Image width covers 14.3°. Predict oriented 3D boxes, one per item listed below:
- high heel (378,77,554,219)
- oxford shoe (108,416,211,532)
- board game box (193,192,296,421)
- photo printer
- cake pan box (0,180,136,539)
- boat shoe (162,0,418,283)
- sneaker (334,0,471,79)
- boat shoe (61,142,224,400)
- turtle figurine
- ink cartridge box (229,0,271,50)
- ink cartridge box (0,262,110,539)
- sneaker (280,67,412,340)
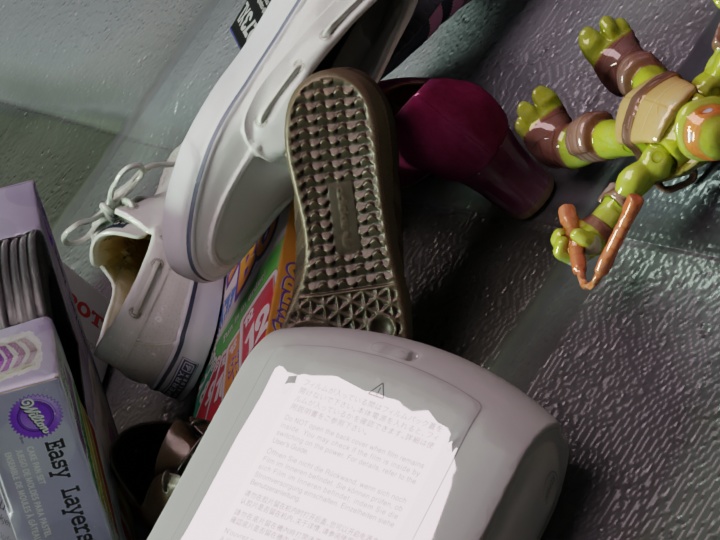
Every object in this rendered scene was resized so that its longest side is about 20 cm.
[{"bbox_3d":[0.020,-0.084,1.500,0.067,0.096,0.200,-49,30,0],"label":"high heel"},{"bbox_3d":[-0.063,0.115,1.401,0.199,0.084,0.073,6,56,51],"label":"oxford shoe"},{"bbox_3d":[-0.050,0.005,1.535,0.096,0.030,0.201,-51,19,45],"label":"board game box"},{"bbox_3d":[-0.009,0.123,1.286,0.166,0.070,0.201,17,68,28],"label":"photo printer"},{"bbox_3d":[-0.159,0.078,1.462,0.052,0.201,0.185,-16,33,-2],"label":"cake pan box"},{"bbox_3d":[-0.035,-0.080,1.485,0.065,0.073,0.201,25,90,35],"label":"boat shoe"},{"bbox_3d":[0.028,-0.149,1.577,0.200,0.082,0.070,-42,71,-8],"label":"sneaker"},{"bbox_3d":[-0.123,-0.015,1.603,0.075,0.086,0.203,-55,19,39],"label":"boat shoe"},{"bbox_3d":[0.146,-0.081,1.364,0.201,0.064,0.161,-60,23,-1],"label":"turtle figurine"},{"bbox_3d":[-0.027,-0.160,1.659,0.201,0.037,0.095,-60,26,19],"label":"ink cartridge box"},{"bbox_3d":[-0.230,0.071,1.607,0.083,0.147,0.201,-21,41,38],"label":"ink cartridge box"},{"bbox_3d":[0.000,0.000,1.427,0.070,0.076,0.201,3,95,15],"label":"sneaker"}]
